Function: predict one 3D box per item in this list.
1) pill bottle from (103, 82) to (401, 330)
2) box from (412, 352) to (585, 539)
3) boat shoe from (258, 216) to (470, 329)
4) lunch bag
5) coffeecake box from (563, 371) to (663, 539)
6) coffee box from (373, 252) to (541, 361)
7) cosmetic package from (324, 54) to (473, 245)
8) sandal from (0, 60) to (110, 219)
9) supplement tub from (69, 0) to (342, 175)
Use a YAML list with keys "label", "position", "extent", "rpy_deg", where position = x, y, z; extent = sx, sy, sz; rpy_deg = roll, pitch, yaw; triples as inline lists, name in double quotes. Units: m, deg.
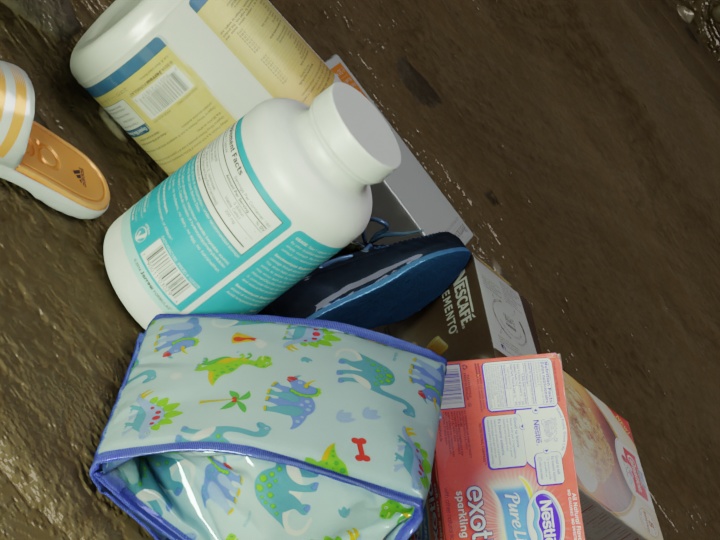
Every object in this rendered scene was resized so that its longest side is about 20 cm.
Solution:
- label: "pill bottle"
  position: [-0.069, -0.040, 1.306]
  extent: [0.111, 0.200, 0.111]
  rpy_deg: [42, 25, -26]
- label: "box"
  position: [0.091, 0.164, 1.336]
  extent: [0.095, 0.102, 0.201]
  rpy_deg: [132, -48, -73]
- label: "boat shoe"
  position: [0.000, 0.000, 1.475]
  extent: [0.199, 0.084, 0.069]
  rpy_deg: [-17, 53, -43]
- label: "lunch bag"
  position: [-0.059, 0.110, 1.223]
  extent: [0.199, 0.128, 0.170]
  rpy_deg: [20, 29, -4]
- label: "coffeecake box"
  position: [0.157, 0.154, 1.635]
  extent: [0.200, 0.073, 0.154]
  rpy_deg: [38, 27, -35]
- label: "coffee box"
  position: [0.084, 0.101, 1.516]
  extent: [0.080, 0.114, 0.201]
  rpy_deg: [37, 29, -33]
- label: "cosmetic package"
  position: [0.001, -0.077, 1.659]
  extent: [0.200, 0.071, 0.101]
  rpy_deg: [53, 23, -5]
- label: "sandal"
  position: [-0.226, -0.101, 1.269]
  extent: [0.206, 0.059, 0.079]
  rpy_deg: [28, 34, -47]
- label: "supplement tub"
  position: [-0.100, -0.129, 1.442]
  extent: [0.200, 0.144, 0.145]
  rpy_deg: [47, 24, -17]
